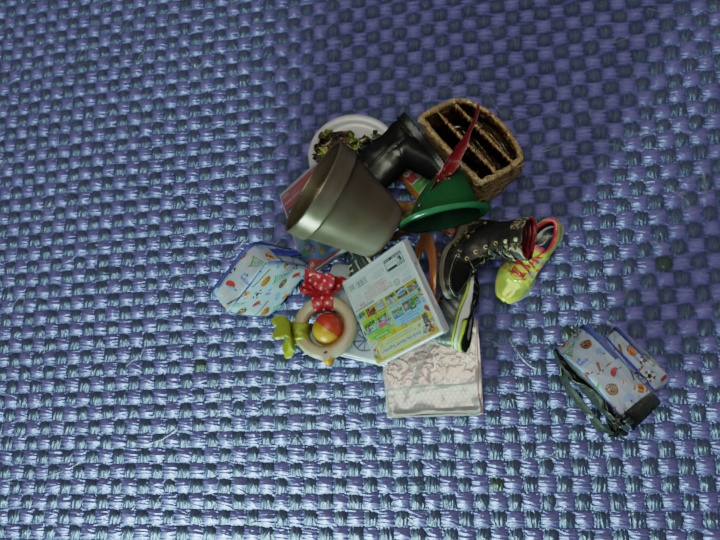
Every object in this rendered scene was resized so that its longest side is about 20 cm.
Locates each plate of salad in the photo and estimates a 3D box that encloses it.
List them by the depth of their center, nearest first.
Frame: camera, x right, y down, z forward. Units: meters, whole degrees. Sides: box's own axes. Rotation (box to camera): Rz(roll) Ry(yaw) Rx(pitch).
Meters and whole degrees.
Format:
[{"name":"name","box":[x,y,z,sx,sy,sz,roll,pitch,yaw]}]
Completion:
[{"name":"plate of salad","box":[-0.014,-0.252,1.482,0.199,0.048,0.201,-1,71,2]}]

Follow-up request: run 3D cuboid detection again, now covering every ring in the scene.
[{"name":"ring","box":[0.125,0.027,1.338,0.019,0.200,0.202,5,79,-8]}]

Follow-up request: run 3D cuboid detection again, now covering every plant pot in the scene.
[{"name":"plant pot","box":[-0.022,-0.118,1.325,0.173,0.200,0.201,31,86,-17]}]

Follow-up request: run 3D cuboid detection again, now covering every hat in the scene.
[{"name":"hat","box":[0.153,-0.181,1.303,0.199,0.166,0.177,-13,79,15]}]

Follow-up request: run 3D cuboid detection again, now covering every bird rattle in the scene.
[{"name":"bird rattle","box":[-0.080,0.102,1.403,0.163,0.113,0.200,35,71,15]}]

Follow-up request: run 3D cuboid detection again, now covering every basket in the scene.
[{"name":"basket","box":[0.232,-0.258,1.391,0.143,0.149,0.200,-40,72,2]}]

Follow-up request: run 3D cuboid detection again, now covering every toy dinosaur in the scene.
[{"name":"toy dinosaur","box":[0.083,-0.121,1.422,0.199,0.060,0.107,-6,75,0]}]

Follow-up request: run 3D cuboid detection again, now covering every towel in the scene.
[{"name":"towel","box":[0.141,0.195,1.380,0.199,0.032,0.192,-5,77,11]}]

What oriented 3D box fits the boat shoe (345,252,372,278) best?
[{"name":"boat shoe","box":[0.000,0.000,1.406,0.062,0.073,0.200,-37,67,-2]}]

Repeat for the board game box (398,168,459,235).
[{"name":"board game box","box":[0.158,-0.166,1.427,0.095,0.030,0.200,-29,70,-23]}]

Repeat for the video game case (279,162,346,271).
[{"name":"video game case","box":[-0.100,-0.105,1.461,0.143,0.017,0.201,-33,69,42]}]

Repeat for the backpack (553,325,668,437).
[{"name":"backpack","box":[0.443,0.185,1.240,0.154,0.200,0.190,-45,66,-4]}]

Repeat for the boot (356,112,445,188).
[{"name":"boot","box":[0.077,-0.203,1.388,0.162,0.073,0.199,-39,73,9]}]

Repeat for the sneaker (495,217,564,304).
[{"name":"sneaker","box":[0.326,-0.026,1.353,0.078,0.090,0.201,32,88,15]}]

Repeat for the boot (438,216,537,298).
[{"name":"boot","box":[0.240,-0.031,1.303,0.150,0.073,0.200,-4,39,37]}]

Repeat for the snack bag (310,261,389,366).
[{"name":"snack bag","box":[-0.004,0.083,1.427,0.188,0.021,0.201,9,74,23]}]

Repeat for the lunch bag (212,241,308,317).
[{"name":"lunch bag","box":[-0.197,0.015,1.408,0.076,0.200,0.160,42,103,19]}]

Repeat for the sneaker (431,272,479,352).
[{"name":"sneaker","box":[0.185,0.061,1.361,0.081,0.074,0.201,5,60,20]}]

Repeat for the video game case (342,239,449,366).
[{"name":"video game case","box":[0.061,0.065,1.302,0.200,0.023,0.183,-35,75,46]}]
